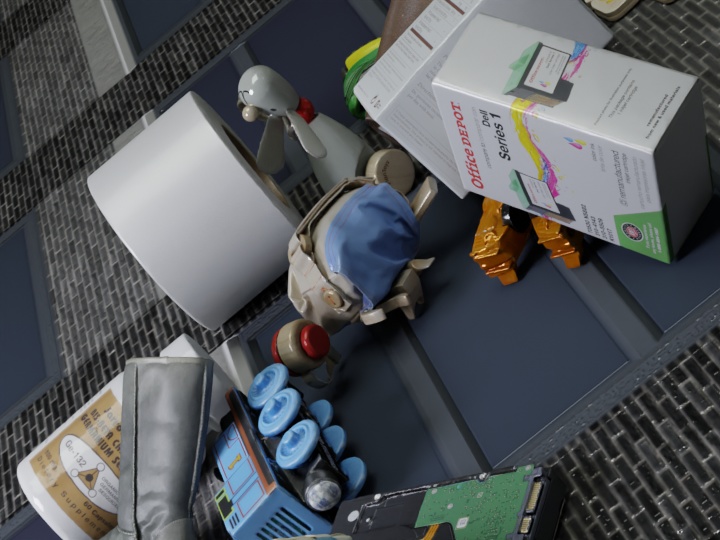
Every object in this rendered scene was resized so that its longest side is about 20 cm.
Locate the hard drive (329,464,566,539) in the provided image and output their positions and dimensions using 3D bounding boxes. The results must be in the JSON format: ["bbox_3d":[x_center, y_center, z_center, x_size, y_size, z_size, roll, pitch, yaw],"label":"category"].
[{"bbox_3d":[0.048,0.218,1.284,0.199,0.038,0.140,-19,36,38],"label":"hard drive"}]

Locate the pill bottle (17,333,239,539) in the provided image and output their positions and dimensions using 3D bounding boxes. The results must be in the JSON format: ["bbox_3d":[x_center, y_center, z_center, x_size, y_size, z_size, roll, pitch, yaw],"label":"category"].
[{"bbox_3d":[-0.206,0.157,1.608,0.200,0.114,0.114,-42,28,0],"label":"pill bottle"}]

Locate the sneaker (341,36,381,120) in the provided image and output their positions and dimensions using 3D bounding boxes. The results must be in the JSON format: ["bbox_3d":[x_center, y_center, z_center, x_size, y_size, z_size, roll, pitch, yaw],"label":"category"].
[{"bbox_3d":[0.064,-0.225,1.862,0.200,0.078,0.085,-37,34,27],"label":"sneaker"}]

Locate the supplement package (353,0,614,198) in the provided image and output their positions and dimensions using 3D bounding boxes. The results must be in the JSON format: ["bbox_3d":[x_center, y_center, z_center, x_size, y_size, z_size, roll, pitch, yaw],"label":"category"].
[{"bbox_3d":[0.108,-0.187,1.576,0.200,0.117,0.117,-47,20,7],"label":"supplement package"}]

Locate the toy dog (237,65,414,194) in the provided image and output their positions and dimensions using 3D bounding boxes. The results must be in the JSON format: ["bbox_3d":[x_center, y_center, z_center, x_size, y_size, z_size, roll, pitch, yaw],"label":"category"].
[{"bbox_3d":[-0.048,-0.108,1.728,0.097,0.199,0.132,-65,9,-19],"label":"toy dog"}]

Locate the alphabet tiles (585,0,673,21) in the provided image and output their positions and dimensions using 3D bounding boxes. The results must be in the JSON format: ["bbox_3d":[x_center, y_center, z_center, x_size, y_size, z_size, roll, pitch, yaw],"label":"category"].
[{"bbox_3d":[0.303,-0.328,1.755,0.200,0.015,0.196,-42,28,0],"label":"alphabet tiles"}]

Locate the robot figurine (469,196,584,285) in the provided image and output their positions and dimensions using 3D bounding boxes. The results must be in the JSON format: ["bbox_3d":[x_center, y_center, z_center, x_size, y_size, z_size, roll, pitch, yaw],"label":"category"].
[{"bbox_3d":[0.169,-0.084,1.534,0.145,0.058,0.201,-14,39,41],"label":"robot figurine"}]

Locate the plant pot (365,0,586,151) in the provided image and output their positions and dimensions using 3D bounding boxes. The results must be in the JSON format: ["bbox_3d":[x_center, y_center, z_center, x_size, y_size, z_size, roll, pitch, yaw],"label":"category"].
[{"bbox_3d":[0.091,-0.211,1.709,0.201,0.187,0.187,-60,30,-4],"label":"plant pot"}]

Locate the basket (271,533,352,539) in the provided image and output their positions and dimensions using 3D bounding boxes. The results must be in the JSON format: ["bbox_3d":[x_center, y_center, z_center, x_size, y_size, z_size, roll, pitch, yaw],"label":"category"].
[{"bbox_3d":[-0.048,0.288,1.194,0.176,0.139,0.201,-21,71,32],"label":"basket"}]

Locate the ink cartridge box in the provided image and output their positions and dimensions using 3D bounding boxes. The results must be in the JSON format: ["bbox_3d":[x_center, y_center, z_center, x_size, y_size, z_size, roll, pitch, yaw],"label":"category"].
[{"bbox_3d":[0.169,-0.106,1.393,0.199,0.145,0.084,22,64,29],"label":"ink cartridge box"}]

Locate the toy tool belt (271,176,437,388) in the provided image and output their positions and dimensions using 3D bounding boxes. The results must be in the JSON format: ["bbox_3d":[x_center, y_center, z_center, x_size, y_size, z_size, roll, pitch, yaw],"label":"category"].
[{"bbox_3d":[0.000,0.000,1.561,0.123,0.125,0.200,-25,29,41],"label":"toy tool belt"}]

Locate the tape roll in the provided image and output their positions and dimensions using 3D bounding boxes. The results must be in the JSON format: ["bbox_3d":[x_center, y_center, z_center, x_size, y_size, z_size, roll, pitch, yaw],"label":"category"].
[{"bbox_3d":[-0.157,-0.060,1.761,0.139,0.203,0.203,-40,28,5],"label":"tape roll"}]

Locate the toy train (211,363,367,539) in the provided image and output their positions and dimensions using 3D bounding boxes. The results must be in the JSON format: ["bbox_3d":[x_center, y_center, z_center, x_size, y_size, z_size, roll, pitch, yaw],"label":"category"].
[{"bbox_3d":[-0.071,0.160,1.470,0.114,0.087,0.200,-46,28,5],"label":"toy train"}]

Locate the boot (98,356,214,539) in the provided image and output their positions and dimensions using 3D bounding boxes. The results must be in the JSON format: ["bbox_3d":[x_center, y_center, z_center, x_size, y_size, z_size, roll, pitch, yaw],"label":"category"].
[{"bbox_3d":[-0.197,0.177,1.510,0.181,0.072,0.201,-9,85,31],"label":"boot"}]
